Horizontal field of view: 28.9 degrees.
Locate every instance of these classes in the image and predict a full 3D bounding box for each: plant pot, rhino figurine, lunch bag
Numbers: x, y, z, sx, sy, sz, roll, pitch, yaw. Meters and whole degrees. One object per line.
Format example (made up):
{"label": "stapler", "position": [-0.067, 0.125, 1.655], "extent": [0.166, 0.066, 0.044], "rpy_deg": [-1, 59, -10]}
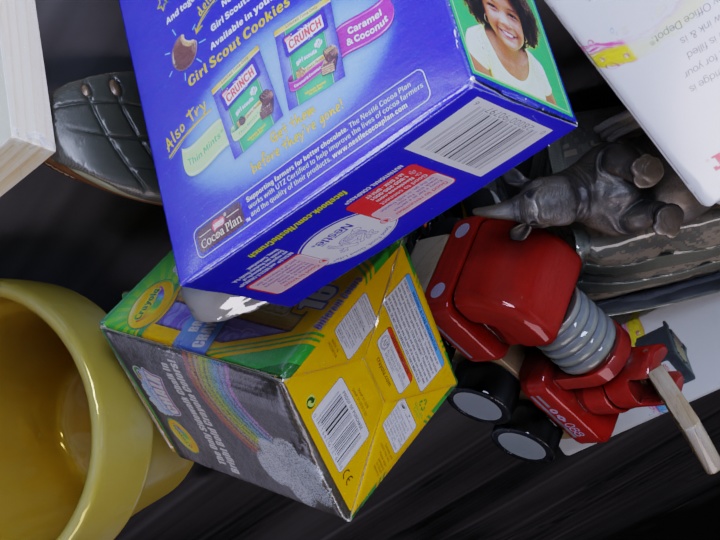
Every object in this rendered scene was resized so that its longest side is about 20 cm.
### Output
{"label": "plant pot", "position": [-0.209, 0.109, 0.970], "extent": [0.200, 0.202, 0.189], "rpy_deg": [-26, 167, 21]}
{"label": "rhino figurine", "position": [0.160, -0.049, 0.833], "extent": [0.199, 0.060, 0.087], "rpy_deg": [-12, -168, -14]}
{"label": "lunch bag", "position": [0.203, -0.035, 0.986], "extent": [0.163, 0.118, 0.200], "rpy_deg": [-12, 160, -3]}

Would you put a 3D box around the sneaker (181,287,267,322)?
{"label": "sneaker", "position": [-0.047, -0.067, 0.748], "extent": [0.099, 0.200, 0.078], "rpy_deg": [43, 159, -29]}

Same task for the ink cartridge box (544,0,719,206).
{"label": "ink cartridge box", "position": [0.169, -0.151, 0.655], "extent": [0.147, 0.086, 0.200], "rpy_deg": [-30, 116, 27]}

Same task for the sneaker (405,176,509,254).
{"label": "sneaker", "position": [0.065, -0.013, 1.000], "extent": [0.090, 0.070, 0.200], "rpy_deg": [-17, 156, -1]}

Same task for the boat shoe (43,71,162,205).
{"label": "boat shoe", "position": [-0.096, -0.062, 0.809], "extent": [0.199, 0.076, 0.074], "rpy_deg": [6, 161, -36]}

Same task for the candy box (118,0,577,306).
{"label": "candy box", "position": [-0.019, -0.111, 0.605], "extent": [0.169, 0.201, 0.077], "rpy_deg": [-31, 152, 32]}

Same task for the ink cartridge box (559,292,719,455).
{"label": "ink cartridge box", "position": [0.249, 0.053, 1.147], "extent": [0.200, 0.083, 0.146], "rpy_deg": [-31, -177, 34]}

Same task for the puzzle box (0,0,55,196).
{"label": "puzzle box", "position": [-0.222, -0.065, 0.663], "extent": [0.200, 0.134, 0.025], "rpy_deg": [-31, 149, 31]}

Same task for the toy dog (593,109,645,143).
{"label": "toy dog", "position": [0.205, -0.153, 0.809], "extent": [0.131, 0.097, 0.200], "rpy_deg": [-14, 169, -11]}

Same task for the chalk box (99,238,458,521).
{"label": "chalk box", "position": [-0.064, 0.046, 0.864], "extent": [0.199, 0.124, 0.125], "rpy_deg": [14, 140, 39]}

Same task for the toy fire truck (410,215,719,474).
{"label": "toy fire truck", "position": [0.134, 0.052, 0.873], "extent": [0.200, 0.129, 0.176], "rpy_deg": [-11, 135, 47]}
